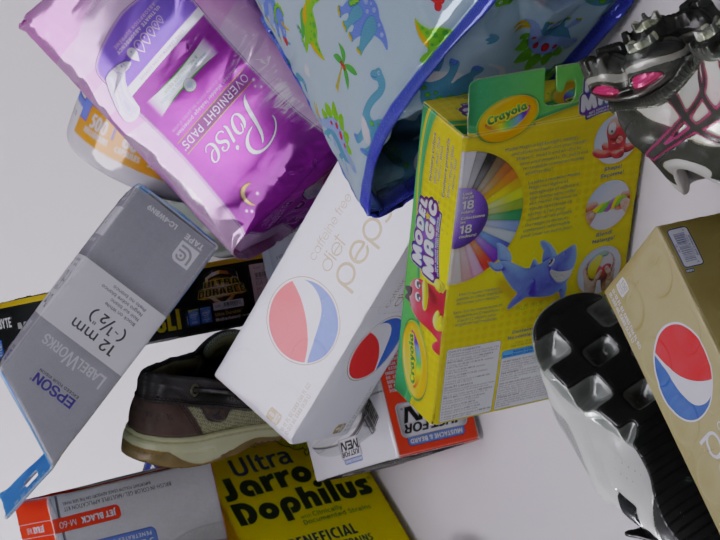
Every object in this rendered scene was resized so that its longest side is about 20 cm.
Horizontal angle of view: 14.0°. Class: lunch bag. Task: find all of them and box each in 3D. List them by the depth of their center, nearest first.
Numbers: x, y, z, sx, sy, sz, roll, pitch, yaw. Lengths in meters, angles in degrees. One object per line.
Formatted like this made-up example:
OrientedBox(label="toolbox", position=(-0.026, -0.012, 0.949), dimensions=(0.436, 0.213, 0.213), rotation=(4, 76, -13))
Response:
OrientedBox(label="lunch bag", position=(0.028, -0.152, 1.567), dimensions=(0.200, 0.127, 0.170), rotation=(-47, 56, 36))

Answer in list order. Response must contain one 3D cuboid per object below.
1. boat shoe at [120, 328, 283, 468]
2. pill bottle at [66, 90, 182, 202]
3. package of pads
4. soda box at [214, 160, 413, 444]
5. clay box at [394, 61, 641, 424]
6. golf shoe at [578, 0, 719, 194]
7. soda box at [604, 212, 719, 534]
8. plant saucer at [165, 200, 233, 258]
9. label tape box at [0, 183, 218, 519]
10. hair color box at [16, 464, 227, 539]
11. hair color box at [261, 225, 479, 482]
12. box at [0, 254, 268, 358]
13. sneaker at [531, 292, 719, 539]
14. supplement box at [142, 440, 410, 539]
OrientedBox(label="boat shoe", position=(-0.073, 0.069, 1.807), dimensions=(0.073, 0.200, 0.065), rotation=(17, 110, 24))
OrientedBox(label="pill bottle", position=(-0.097, -0.151, 1.798), dimensions=(0.112, 0.112, 0.200), rotation=(42, 116, 49))
OrientedBox(label="package of pads", position=(-0.090, -0.116, 1.699), dimensions=(0.200, 0.076, 0.121), rotation=(47, 111, 9))
OrientedBox(label="soda box", position=(0.000, 0.000, 1.672), dimensions=(0.068, 0.064, 0.200), rotation=(41, 114, 24))
OrientedBox(label="clay box", position=(0.084, -0.024, 1.540), dimensions=(0.048, 0.115, 0.200), rotation=(42, 135, 49))
OrientedBox(label="golf shoe", position=(0.189, -0.089, 1.388), dimensions=(0.088, 0.077, 0.200), rotation=(61, 157, -10))
OrientedBox(label="soda box", position=(0.196, 0.073, 1.423), dimensions=(0.200, 0.064, 0.068), rotation=(67, 150, 22))
OrientedBox(label="plant saucer", position=(-0.122, -0.104, 1.967), dimensions=(0.200, 0.050, 0.201), rotation=(33, 129, 54))
OrientedBox(label="label tape box", position=(-0.171, 0.046, 1.740), dimensions=(0.066, 0.200, 0.143), rotation=(39, 176, -6))
OrientedBox(label="hair color box", position=(-0.129, 0.225, 1.786), dimensions=(0.064, 0.111, 0.201), rotation=(-15, 88, 63))
OrientedBox(label="hair color box", position=(-0.001, 0.019, 1.773), dimensions=(0.111, 0.064, 0.201), rotation=(-23, 79, 60))
OrientedBox(label="box", position=(-0.143, 0.025, 1.936), dimensions=(0.200, 0.159, 0.049), rotation=(-10, 92, 63))
OrientedBox(label="sneaker", position=(0.162, 0.104, 1.507), dimensions=(0.200, 0.074, 0.089), rotation=(53, 162, 35))
OrientedBox(label="supplement box", position=(-0.049, 0.175, 1.870), dimensions=(0.200, 0.109, 0.110), rotation=(57, 146, 34))
